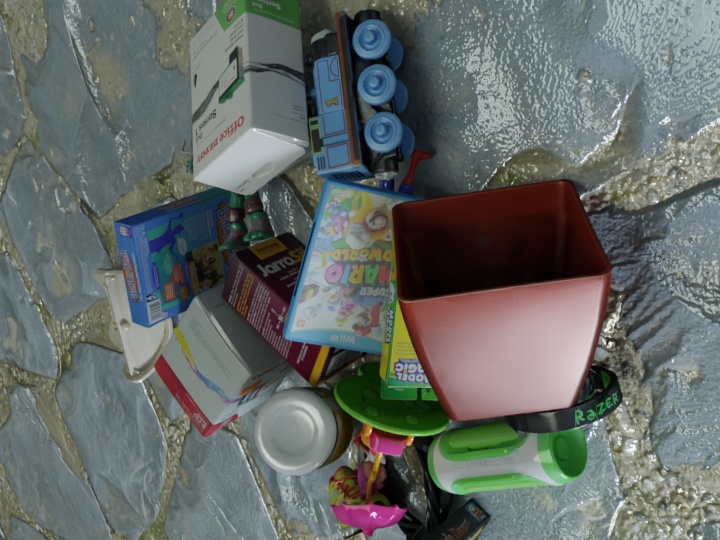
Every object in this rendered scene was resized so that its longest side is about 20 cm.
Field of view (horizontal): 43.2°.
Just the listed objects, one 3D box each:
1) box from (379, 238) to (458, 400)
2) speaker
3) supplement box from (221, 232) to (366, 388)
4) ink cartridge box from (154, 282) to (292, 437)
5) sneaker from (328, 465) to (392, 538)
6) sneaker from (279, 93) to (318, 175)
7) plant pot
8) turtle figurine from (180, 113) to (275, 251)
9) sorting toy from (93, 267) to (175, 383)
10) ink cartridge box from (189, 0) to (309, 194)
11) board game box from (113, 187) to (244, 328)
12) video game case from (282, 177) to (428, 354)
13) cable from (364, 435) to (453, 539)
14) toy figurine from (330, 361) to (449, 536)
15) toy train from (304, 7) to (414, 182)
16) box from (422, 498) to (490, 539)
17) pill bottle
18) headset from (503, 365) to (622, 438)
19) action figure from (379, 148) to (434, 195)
[{"bbox_3d":[0.087,0.062,1.070,0.048,0.115,0.203,-128,41,-70],"label":"box"},{"bbox_3d":[0.176,0.226,1.112,0.199,0.088,0.089,-20,94,47],"label":"speaker"},{"bbox_3d":[-0.084,0.050,1.263,0.200,0.110,0.086,41,131,22],"label":"supplement box"},{"bbox_3d":[-0.190,0.121,1.371,0.145,0.145,0.200,51,135,13],"label":"ink cartridge box"},{"bbox_3d":[-0.012,0.327,1.311,0.091,0.077,0.200,68,160,7],"label":"sneaker"},{"bbox_3d":[-0.083,-0.215,1.164,0.199,0.080,0.148,-20,93,46],"label":"sneaker"},{"bbox_3d":[0.143,0.039,0.947,0.197,0.201,0.178,-7,121,5],"label":"plant pot"},{"bbox_3d":[-0.176,-0.135,1.252,0.149,0.099,0.203,-21,82,65],"label":"turtle figurine"},{"bbox_3d":[-0.417,0.073,1.610,0.179,0.106,0.203,10,115,49],"label":"sorting toy"},{"bbox_3d":[-0.137,-0.214,1.091,0.146,0.083,0.203,-31,57,46],"label":"ink cartridge box"},{"bbox_3d":[-0.255,-0.025,1.329,0.045,0.199,0.154,12,116,40],"label":"board game box"},{"bbox_3d":[0.000,0.000,1.074,0.018,0.141,0.202,-121,45,-62],"label":"video game case"},{"bbox_3d":[0.062,0.294,1.274,0.162,0.050,0.203,28,127,38],"label":"cable"},{"bbox_3d":[0.018,0.241,1.178,0.148,0.200,0.187,12,106,-7],"label":"toy figurine"},{"bbox_3d":[-0.005,-0.199,1.049,0.113,0.087,0.203,-9,83,16],"label":"toy train"},{"bbox_3d":[0.080,0.401,1.199,0.038,0.199,0.138,40,132,23],"label":"box"},{"bbox_3d":[-0.070,0.218,1.259,0.110,0.200,0.114,-1,83,10],"label":"pill bottle"},{"bbox_3d":[0.202,0.127,1.024,0.199,0.122,0.095,-2,108,65],"label":"headset"},{"bbox_3d":[0.051,-0.051,1.132,0.065,0.098,0.203,25,102,36],"label":"action figure"}]
